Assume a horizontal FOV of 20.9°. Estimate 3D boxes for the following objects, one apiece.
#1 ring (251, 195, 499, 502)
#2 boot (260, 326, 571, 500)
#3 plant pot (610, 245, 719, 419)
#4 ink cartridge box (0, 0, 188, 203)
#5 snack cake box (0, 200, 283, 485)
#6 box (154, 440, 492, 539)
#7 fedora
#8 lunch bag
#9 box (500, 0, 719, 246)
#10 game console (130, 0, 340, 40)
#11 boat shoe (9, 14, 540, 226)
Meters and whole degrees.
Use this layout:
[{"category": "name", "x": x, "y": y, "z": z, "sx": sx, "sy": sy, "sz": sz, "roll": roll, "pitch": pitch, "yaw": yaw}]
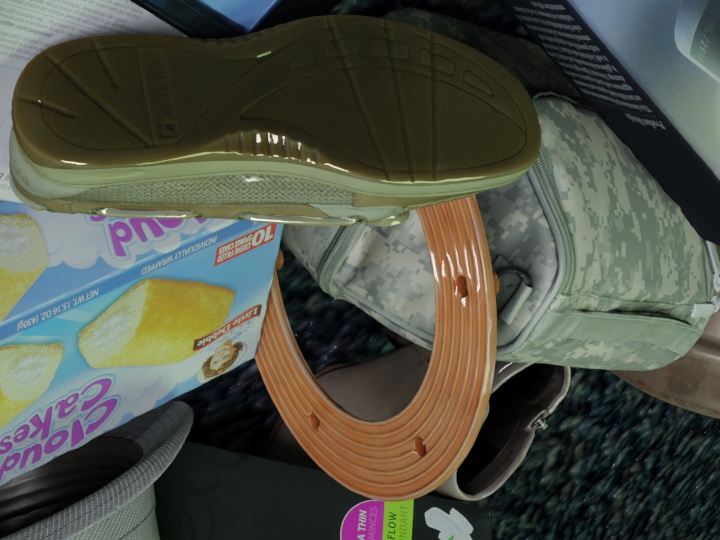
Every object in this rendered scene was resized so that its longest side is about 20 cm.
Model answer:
[{"category": "ring", "x": 0.000, "y": 0.000, "z": 0.847, "sx": 0.019, "sy": 0.201, "sz": 0.201, "roll": -11, "pitch": 140, "yaw": -33}, {"category": "boot", "x": 0.026, "y": 0.093, "z": 1.074, "sx": 0.070, "sy": 0.146, "sz": 0.201, "roll": 37, "pitch": 87, "yaw": -30}, {"category": "plant pot", "x": 0.240, "y": -0.027, "z": 1.190, "sx": 0.199, "sy": 0.200, "sz": 0.176, "roll": -17, "pitch": 126, "yaw": -41}, {"category": "ink cartridge box", "x": -0.102, "y": -0.113, "z": 0.724, "sx": 0.200, "sy": 0.042, "sz": 0.119, "roll": -50, "pitch": 155, "yaw": 17}, {"category": "snack cake box", "x": -0.134, "y": 0.021, "z": 0.841, "sx": 0.199, "sy": 0.067, "sz": 0.115, "roll": -26, "pitch": 148, "yaw": -31}, {"category": "box", "x": -0.046, "y": 0.190, "z": 1.000, "sx": 0.198, "sy": 0.149, "sz": 0.125, "roll": 14, "pitch": 143, "yaw": -12}, {"category": "fedora", "x": -0.152, "y": 0.139, "z": 0.864, "sx": 0.199, "sy": 0.091, "sz": 0.176, "roll": -27, "pitch": -166, "yaw": -35}, {"category": "lunch bag", "x": 0.075, "y": -0.023, "z": 0.957, "sx": 0.140, "sy": 0.168, "sz": 0.199, "roll": -53, "pitch": 153, "yaw": 18}, {"category": "box", "x": 0.183, "y": -0.142, "z": 0.865, "sx": 0.200, "sy": 0.198, "sz": 0.123, "roll": -45, "pitch": -164, "yaw": -2}, {"category": "game console", "x": 0.009, "y": -0.124, "z": 0.680, "sx": 0.172, "sy": 0.119, "sz": 0.200, "roll": -46, "pitch": 158, "yaw": 8}, {"category": "boat shoe", "x": -0.032, "y": -0.049, "z": 0.740, "sx": 0.199, "sy": 0.074, "sz": 0.063, "roll": -4, "pitch": 155, "yaw": -15}]
